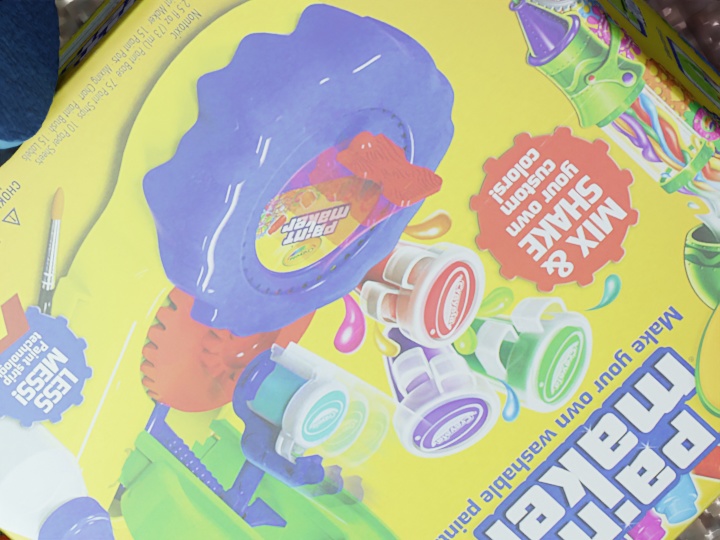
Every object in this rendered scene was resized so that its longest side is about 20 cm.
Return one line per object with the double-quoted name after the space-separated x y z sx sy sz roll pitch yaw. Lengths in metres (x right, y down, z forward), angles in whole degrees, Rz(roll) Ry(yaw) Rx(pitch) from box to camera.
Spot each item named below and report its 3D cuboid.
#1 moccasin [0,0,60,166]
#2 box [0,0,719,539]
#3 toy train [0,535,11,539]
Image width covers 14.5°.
-0.127 -0.091 0.714 0.068 0.201 0.080 -34 138 18 "moccasin"
0.000 0.000 0.750 0.192 0.122 0.200 42 102 -11 "box"
-0.167 0.102 0.814 0.198 0.056 0.151 -11 104 4 "toy train"
